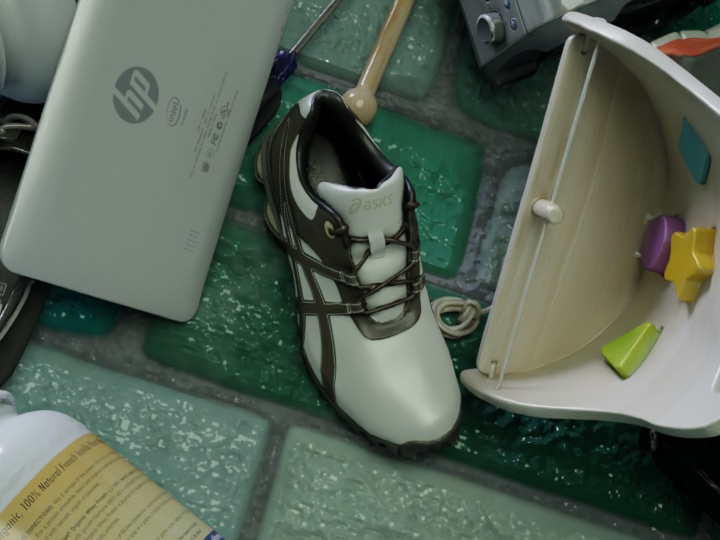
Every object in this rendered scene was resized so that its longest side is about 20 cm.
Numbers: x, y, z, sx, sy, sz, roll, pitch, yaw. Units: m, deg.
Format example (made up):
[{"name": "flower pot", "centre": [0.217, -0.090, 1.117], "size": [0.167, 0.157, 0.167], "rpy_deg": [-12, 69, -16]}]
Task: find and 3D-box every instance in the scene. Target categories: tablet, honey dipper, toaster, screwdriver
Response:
[{"name": "tablet", "centre": [-0.101, -0.083, 0.752], "size": [0.129, 0.014, 0.202], "rpy_deg": [20, 86, -47]}, {"name": "honey dipper", "centre": [0.030, -0.170, 0.884], "size": [0.038, 0.038, 0.202], "rpy_deg": [23, 70, -2]}, {"name": "toaster", "centre": [0.136, -0.199, 0.859], "size": [0.198, 0.113, 0.130], "rpy_deg": [-22, 89, -24]}, {"name": "screwdriver", "centre": [-0.031, -0.133, 0.861], "size": [0.028, 0.029, 0.201], "rpy_deg": [35, 62, 4]}]

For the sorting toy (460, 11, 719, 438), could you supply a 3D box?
[{"name": "sorting toy", "centre": [0.146, -0.006, 0.711], "size": [0.106, 0.180, 0.202], "rpy_deg": [12, 101, -19]}]

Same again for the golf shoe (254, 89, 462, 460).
[{"name": "golf shoe", "centre": [0.000, 0.000, 0.775], "size": [0.077, 0.095, 0.202], "rpy_deg": [-21, 76, -20]}]

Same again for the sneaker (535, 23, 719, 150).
[{"name": "sneaker", "centre": [0.196, -0.091, 0.862], "size": [0.198, 0.077, 0.082], "rpy_deg": [-25, 79, -19]}]

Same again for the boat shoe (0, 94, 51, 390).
[{"name": "boat shoe", "centre": [-0.179, -0.029, 0.767], "size": [0.066, 0.057, 0.202], "rpy_deg": [14, 66, -4]}]

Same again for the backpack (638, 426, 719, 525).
[{"name": "backpack", "centre": [0.263, 0.105, 0.744], "size": [0.150, 0.178, 0.200], "rpy_deg": [-41, 85, -18]}]

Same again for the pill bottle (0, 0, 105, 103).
[{"name": "pill bottle", "centre": [-0.149, -0.156, 0.773], "size": [0.199, 0.113, 0.113], "rpy_deg": [-34, 78, -36]}]

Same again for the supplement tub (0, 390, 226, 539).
[{"name": "supplement tub", "centre": [-0.132, 0.154, 0.657], "size": [0.199, 0.145, 0.145], "rpy_deg": [38, 66, 5]}]

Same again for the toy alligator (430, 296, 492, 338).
[{"name": "toy alligator", "centre": [0.129, -0.011, 0.827], "size": [0.198, 0.054, 0.060], "rpy_deg": [-21, 74, -19]}]
